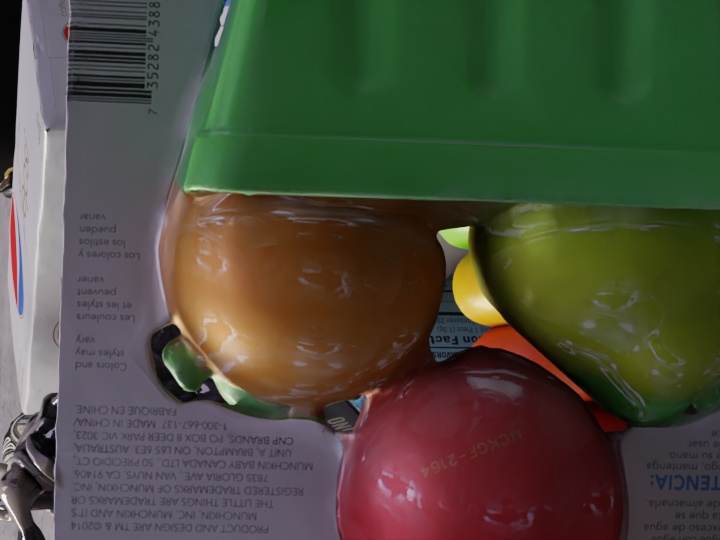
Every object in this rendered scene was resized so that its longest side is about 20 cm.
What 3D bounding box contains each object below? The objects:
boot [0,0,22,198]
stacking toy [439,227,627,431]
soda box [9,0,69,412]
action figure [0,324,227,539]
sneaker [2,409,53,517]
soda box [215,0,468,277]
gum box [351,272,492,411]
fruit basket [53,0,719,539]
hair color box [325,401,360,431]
[{"bbox_3d":[-0.126,-0.031,1.024,0.073,0.150,0.200,23,104,63],"label":"boot"},{"bbox_3d":[0.051,-0.014,0.662,0.085,0.085,0.200,162,103,-69],"label":"stacking toy"},{"bbox_3d":[-0.087,-0.023,0.889,0.200,0.068,0.064,106,157,-58],"label":"soda box"},{"bbox_3d":[-0.076,0.072,0.845,0.200,0.102,0.119,-26,37,33],"label":"action figure"},{"bbox_3d":[-0.098,0.109,0.972,0.078,0.085,0.200,52,171,-34],"label":"sneaker"},{"bbox_3d":[-0.021,-0.082,0.761,0.068,0.064,0.200,-42,50,33],"label":"soda box"},{"bbox_3d":[0.000,0.000,0.843,0.170,0.044,0.200,121,146,-56],"label":"gum box"},{"bbox_3d":[0.021,0.021,0.588,0.094,0.185,0.200,-126,37,-81],"label":"fruit basket"},{"bbox_3d":[-0.013,0.146,0.768,0.102,0.061,0.200,43,140,49],"label":"hair color box"}]
